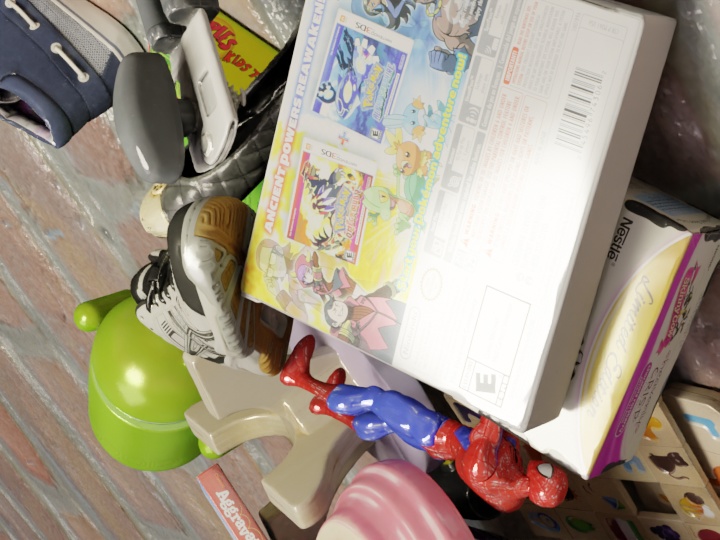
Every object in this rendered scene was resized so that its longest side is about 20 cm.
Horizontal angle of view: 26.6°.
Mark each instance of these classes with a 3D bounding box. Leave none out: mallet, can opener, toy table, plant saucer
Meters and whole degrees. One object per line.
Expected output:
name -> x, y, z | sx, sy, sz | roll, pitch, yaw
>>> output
mallet -> 0.032, 0.093, 1.080 | 0.201, 0.041, 0.066 | 56, 154, -8
can opener -> -0.109, -0.144, 0.831 | 0.053, 0.066, 0.202 | -43, 55, 49
toy table -> -0.037, 0.104, 1.044 | 0.185, 0.117, 0.200 | 64, 162, -14
plant saucer -> 0.023, 0.212, 0.884 | 0.200, 0.050, 0.203 | 168, 90, -67

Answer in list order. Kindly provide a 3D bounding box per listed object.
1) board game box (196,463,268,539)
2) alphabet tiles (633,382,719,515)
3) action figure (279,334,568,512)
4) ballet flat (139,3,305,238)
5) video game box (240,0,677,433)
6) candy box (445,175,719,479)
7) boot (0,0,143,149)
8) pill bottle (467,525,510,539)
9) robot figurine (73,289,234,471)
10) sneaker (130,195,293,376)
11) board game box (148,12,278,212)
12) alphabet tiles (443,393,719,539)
board game box -> -0.047, 0.223, 1.021 | 0.201, 0.019, 0.103 | 56, 171, 9
alphabet tiles -> 0.239, 0.148, 0.879 | 0.195, 0.015, 0.201 | 13, 138, 48
action figure -> 0.053, 0.071, 0.880 | 0.199, 0.099, 0.065 | 26, 166, 42
ballet flat -> -0.062, -0.090, 0.850 | 0.057, 0.067, 0.200 | 31, 122, -31
video game box -> 0.039, -0.050, 0.739 | 0.181, 0.047, 0.202 | 24, 109, 29
candy box -> 0.072, -0.003, 0.787 | 0.199, 0.061, 0.137 | 29, 110, 28
boot -> -0.247, -0.165, 1.058 | 0.199, 0.090, 0.073 | 33, 150, 24
pill bottle -> 0.064, 0.235, 1.074 | 0.112, 0.113, 0.200 | 28, 179, 30
robot figurine -> -0.168, 0.093, 1.266 | 0.175, 0.115, 0.200 | 44, 153, 14
sneaker -> -0.094, 0.014, 0.864 | 0.087, 0.076, 0.200 | 9, 160, 9
board game box -> -0.082, -0.072, 0.998 | 0.101, 0.048, 0.201 | 35, 151, 18
alphabet tiles -> 0.126, 0.099, 0.914 | 0.166, 0.008, 0.201 | -1, 131, 47
